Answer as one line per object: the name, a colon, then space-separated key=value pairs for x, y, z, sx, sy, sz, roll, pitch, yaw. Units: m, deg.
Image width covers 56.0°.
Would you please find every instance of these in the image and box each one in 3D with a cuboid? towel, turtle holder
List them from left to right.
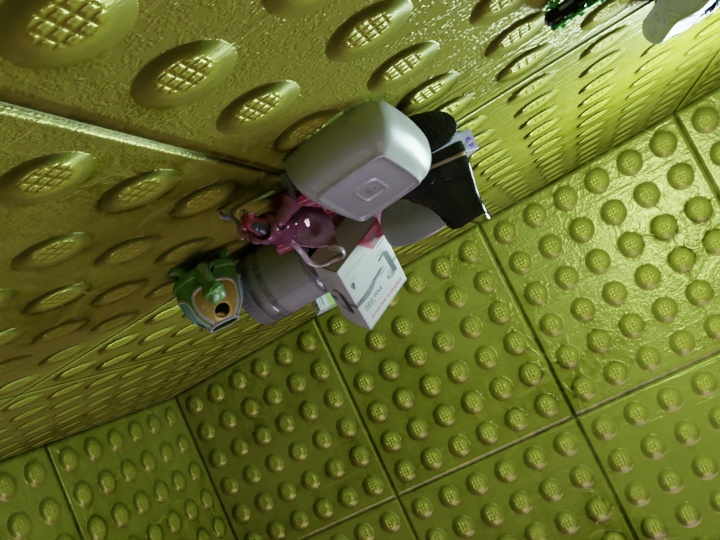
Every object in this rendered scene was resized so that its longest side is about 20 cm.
turtle holder: x=-0.284 y=0.040 z=1.325 sx=0.139 sy=0.134 sz=0.185 roll=-19 pitch=170 yaw=-43
towel: x=-0.098 y=-0.107 z=1.266 sx=0.142 sy=0.023 sz=0.201 roll=-26 pitch=160 yaw=-17

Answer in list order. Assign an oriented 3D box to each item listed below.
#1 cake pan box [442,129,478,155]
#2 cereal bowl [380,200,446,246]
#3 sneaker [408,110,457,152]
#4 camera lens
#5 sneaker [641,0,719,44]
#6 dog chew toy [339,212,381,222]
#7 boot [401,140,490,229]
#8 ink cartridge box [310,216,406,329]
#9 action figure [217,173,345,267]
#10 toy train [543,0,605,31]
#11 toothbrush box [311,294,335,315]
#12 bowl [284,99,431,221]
cake pan box: x=0.126 y=-0.215 z=1.411 sx=0.197 sy=0.053 sz=0.183 roll=-22 pitch=173 yaw=-38
cereal bowl: x=0.117 y=-0.135 z=1.282 sx=0.197 sy=0.084 sz=0.201 roll=-29 pitch=-163 yaw=10
sneaker: x=0.071 y=-0.209 z=1.156 sx=0.196 sy=0.072 sz=0.082 roll=-20 pitch=170 yaw=7
camera lens: x=-0.155 y=0.003 z=1.440 sx=0.197 sy=0.163 sz=0.160 roll=-28 pitch=173 yaw=16
sneaker: x=0.582 y=-0.481 z=1.152 sx=0.145 sy=0.081 sz=0.200 roll=-34 pitch=172 yaw=-15
dog chew toy: x=0.027 y=-0.112 z=1.486 sx=0.124 sy=0.127 sz=0.198 roll=-32 pitch=167 yaw=39
boot: x=0.112 y=-0.115 z=1.163 sx=0.197 sy=0.141 sz=0.077 roll=-24 pitch=-177 yaw=31
ink cartridge box: x=0.000 y=0.000 z=1.382 sx=0.147 sy=0.084 sz=0.201 roll=-52 pitch=141 yaw=-20
action figure: x=-0.134 y=-0.062 z=1.093 sx=0.132 sy=0.152 sz=0.199 roll=-28 pitch=172 yaw=25
toy train: x=0.345 y=-0.401 z=0.944 sx=0.197 sy=0.042 sz=0.056 roll=-30 pitch=-177 yaw=18
toothbrush box: x=-0.093 y=0.086 z=2.618 sx=0.197 sy=0.087 sz=0.146 roll=-27 pitch=174 yaw=-12
bowl: x=0.005 y=-0.153 z=1.042 sx=0.197 sy=0.076 sz=0.199 roll=-31 pitch=151 yaw=24
